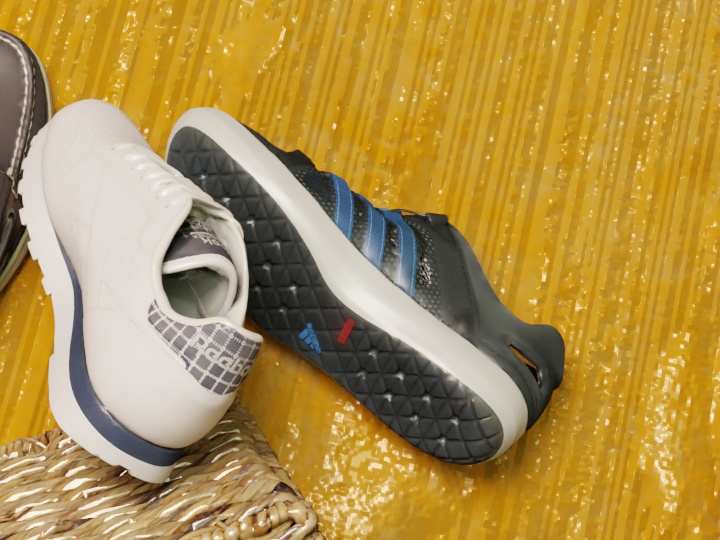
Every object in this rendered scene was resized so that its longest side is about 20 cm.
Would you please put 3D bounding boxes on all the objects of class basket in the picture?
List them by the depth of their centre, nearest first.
[{"bbox_3d":[-0.110,0.153,0.780,0.199,0.149,0.144,-17,111,-13],"label":"basket"}]

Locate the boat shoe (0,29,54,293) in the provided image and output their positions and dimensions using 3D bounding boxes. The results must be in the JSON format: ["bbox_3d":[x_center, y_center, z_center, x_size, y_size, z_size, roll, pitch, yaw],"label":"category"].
[{"bbox_3d":[-0.176,-0.016,0.815,0.073,0.065,0.201,13,72,-3],"label":"boat shoe"}]

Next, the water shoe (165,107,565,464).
[{"bbox_3d":[0.000,0.000,0.847,0.200,0.072,0.079,45,45,7],"label":"water shoe"}]

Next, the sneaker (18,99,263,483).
[{"bbox_3d":[-0.083,-0.010,0.782,0.076,0.081,0.201,22,31,-35],"label":"sneaker"}]
